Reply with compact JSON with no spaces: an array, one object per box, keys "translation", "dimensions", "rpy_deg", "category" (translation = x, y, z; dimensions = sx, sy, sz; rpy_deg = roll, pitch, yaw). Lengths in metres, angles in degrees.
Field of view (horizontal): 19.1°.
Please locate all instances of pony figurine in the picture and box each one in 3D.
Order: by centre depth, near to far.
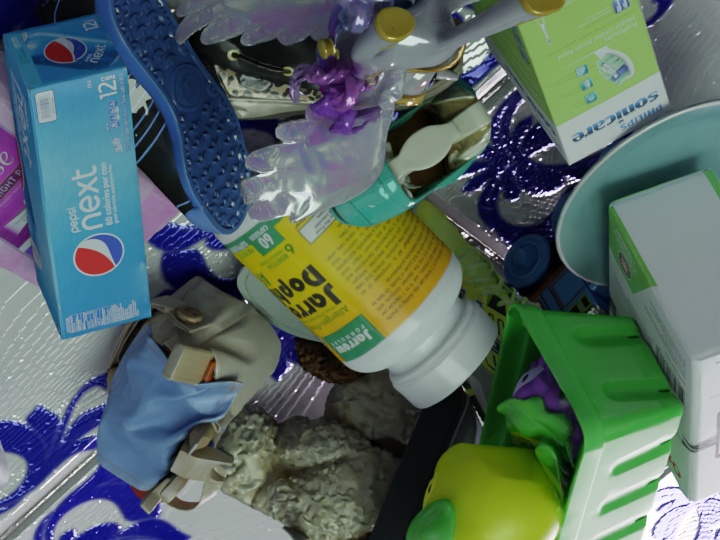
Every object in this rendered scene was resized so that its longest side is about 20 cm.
[{"translation":[0.005,-0.133,1.312],"dimensions":[0.193,0.167,0.200],"rpy_deg":[-13,168,-24],"category":"pony figurine"}]

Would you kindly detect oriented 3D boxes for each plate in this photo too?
[{"translation":[0.228,-0.060,1.524],"dimensions":[0.200,0.026,0.200],"rpy_deg":[-15,146,-11],"category":"plate"}]

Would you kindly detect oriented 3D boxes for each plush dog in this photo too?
[{"translation":[0.005,0.135,1.694],"dimensions":[0.200,0.160,0.172],"rpy_deg":[25,93,-40],"category":"plush dog"}]

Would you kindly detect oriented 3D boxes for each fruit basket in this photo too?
[{"translation":[0.110,0.141,1.503],"dimensions":[0.215,0.156,0.216],"rpy_deg":[-15,140,-13],"category":"fruit basket"}]

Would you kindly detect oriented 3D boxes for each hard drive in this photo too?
[{"translation":[0.056,0.178,1.616],"dimensions":[0.200,0.033,0.140],"rpy_deg":[63,48,-70],"category":"hard drive"}]

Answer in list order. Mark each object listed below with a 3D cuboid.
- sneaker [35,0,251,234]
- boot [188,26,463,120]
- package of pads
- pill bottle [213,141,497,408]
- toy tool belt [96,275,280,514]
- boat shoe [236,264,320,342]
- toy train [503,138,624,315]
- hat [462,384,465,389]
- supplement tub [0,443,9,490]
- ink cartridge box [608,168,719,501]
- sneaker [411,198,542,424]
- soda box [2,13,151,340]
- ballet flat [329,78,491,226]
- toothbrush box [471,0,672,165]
[{"translation":[-0.141,-0.108,1.405],"dimensions":[0.070,0.078,0.200],"rpy_deg":[-52,129,-39],"category":"sneaker"},{"translation":[-0.021,-0.180,1.425],"dimensions":[0.200,0.073,0.151],"rpy_deg":[-5,133,-12],"category":"boot"},{"translation":[-0.223,-0.065,1.427],"dimensions":[0.121,0.076,0.200],"rpy_deg":[-45,134,13],"category":"package of pads"},{"translation":[0.000,0.000,1.512],"dimensions":[0.113,0.113,0.200],"rpy_deg":[-42,103,14],"category":"pill bottle"},{"translation":[-0.145,0.112,1.584],"dimensions":[0.125,0.123,0.200],"rpy_deg":[28,119,6],"category":"toy tool belt"},{"translation":[-0.008,0.019,1.625],"dimensions":[0.200,0.060,0.076],"rpy_deg":[28,133,-32],"category":"boat shoe"},{"translation":[0.197,-0.011,1.658],"dimensions":[0.087,0.114,0.200],"rpy_deg":[26,115,-41],"category":"toy train"},{"translation":[0.173,0.121,1.723],"dimensions":[0.081,0.201,0.201],"rpy_deg":[-45,134,10],"category":"hat"},{"translation":[-0.361,0.139,1.513],"dimensions":[0.200,0.123,0.123],"rpy_deg":[-25,136,-3],"category":"supplement tub"},{"translation":[0.242,0.049,1.528],"dimensions":[0.084,0.146,0.200],"rpy_deg":[-20,146,-6],"category":"ink cartridge box"},{"translation":[0.097,0.028,1.609],"dimensions":[0.076,0.200,0.075],"rpy_deg":[-28,-173,37],"category":"sneaker"},{"translation":[-0.178,-0.057,1.356],"dimensions":[0.064,0.068,0.200],"rpy_deg":[-14,131,-16],"category":"soda box"},{"translation":[0.052,-0.087,1.477],"dimensions":[0.070,0.200,0.067],"rpy_deg":[-21,102,39],"category":"ballet flat"},{"translation":[0.121,-0.195,1.428],"dimensions":[0.086,0.146,0.200],"rpy_deg":[-27,136,-2],"category":"toothbrush box"}]
